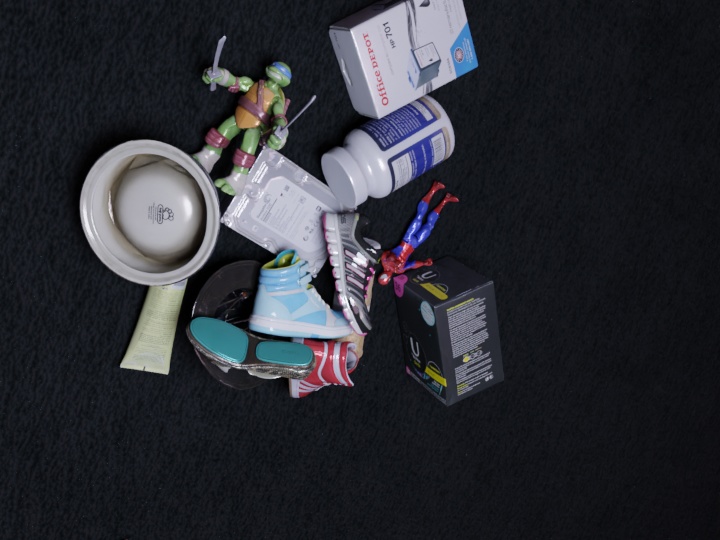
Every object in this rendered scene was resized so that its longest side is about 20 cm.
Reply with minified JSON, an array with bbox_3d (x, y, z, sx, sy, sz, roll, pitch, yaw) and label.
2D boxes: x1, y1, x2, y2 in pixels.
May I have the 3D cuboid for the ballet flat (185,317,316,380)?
[{"bbox_3d":[-0.164,0.127,1.171,0.196,0.069,0.076,15,139,-9],"label":"ballet flat"}]

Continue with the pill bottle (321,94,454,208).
[{"bbox_3d":[0.043,-0.187,1.256,0.198,0.115,0.117,-32,120,-21],"label":"pill bottle"}]

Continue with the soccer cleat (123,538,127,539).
[{"bbox_3d":[-0.461,0.501,1.286,0.196,0.068,0.075,-13,90,-19],"label":"soccer cleat"}]

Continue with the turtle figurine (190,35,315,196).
[{"bbox_3d":[-0.174,-0.214,1.114,0.142,0.200,0.196,29,103,-17],"label":"turtle figurine"}]

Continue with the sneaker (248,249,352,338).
[{"bbox_3d":[-0.082,0.037,1.248,0.198,0.079,0.133,7,89,-46],"label":"sneaker"}]

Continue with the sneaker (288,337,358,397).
[{"bbox_3d":[-0.060,0.165,1.297,0.110,0.201,0.073,4,67,-1],"label":"sneaker"}]

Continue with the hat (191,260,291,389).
[{"bbox_3d":[-0.199,0.084,1.249,0.198,0.080,0.205,-4,96,-43],"label":"hat"}]

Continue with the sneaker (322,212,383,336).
[{"bbox_3d":[0.000,0.000,1.254,0.086,0.074,0.204,-13,89,0],"label":"sneaker"}]

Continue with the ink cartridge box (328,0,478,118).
[{"bbox_3d":[0.069,-0.349,1.240,0.198,0.086,0.148,-31,120,-17],"label":"ink cartridge box"}]

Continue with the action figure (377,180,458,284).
[{"bbox_3d":[0.102,-0.051,1.362,0.065,0.099,0.201,36,92,-31],"label":"action figure"}]

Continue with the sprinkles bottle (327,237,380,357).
[{"bbox_3d":[-0.014,0.047,1.349,0.067,0.068,0.204,1,108,-28],"label":"sprinkles bottle"}]

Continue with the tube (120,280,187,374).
[{"bbox_3d":[-0.307,0.063,1.213,0.052,0.057,0.203,-24,134,-70],"label":"tube"}]

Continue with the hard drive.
[{"bbox_3d":[-0.115,-0.094,1.262,0.199,0.038,0.141,32,91,-32],"label":"hard drive"}]

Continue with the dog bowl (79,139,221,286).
[{"bbox_3d":[-0.285,-0.085,1.110,0.196,0.074,0.204,1,104,4],"label":"dog bowl"}]

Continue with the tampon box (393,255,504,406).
[{"bbox_3d":[0.155,0.104,1.412,0.124,0.150,0.203,-20,116,-21],"label":"tampon box"}]
